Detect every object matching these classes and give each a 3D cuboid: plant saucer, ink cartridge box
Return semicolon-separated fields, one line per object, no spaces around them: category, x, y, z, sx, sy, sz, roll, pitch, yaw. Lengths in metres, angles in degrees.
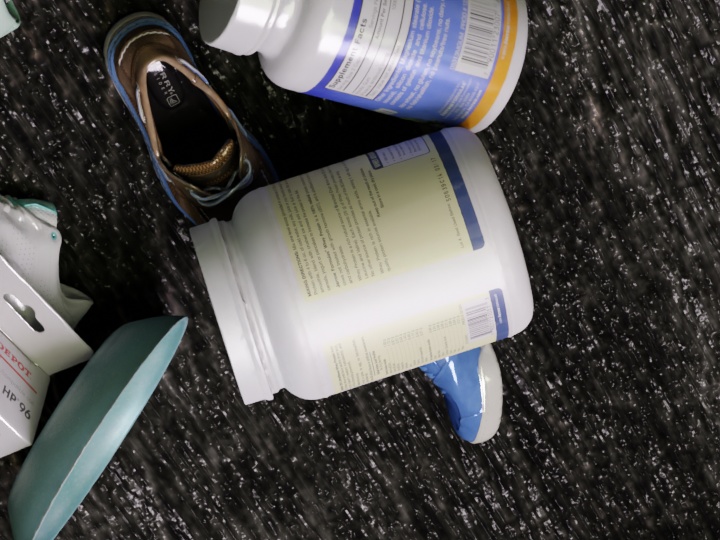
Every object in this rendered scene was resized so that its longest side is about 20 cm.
plant saucer;-0.186;0.107;1.644;0.036;0.200;0.200;33;105;3
ink cartridge box;-0.290;0.076;1.600;0.200;0.068;0.116;-23;126;26

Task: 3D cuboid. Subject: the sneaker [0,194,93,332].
sneaker;-0.246;-0.029;1.615;0.088;0.075;0.200;-36;128;-12

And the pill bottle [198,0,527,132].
pill bottle;0.000;-0.164;1.591;0.199;0.112;0.112;13;112;-23

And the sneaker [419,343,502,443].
sneaker;0.032;0.044;1.728;0.111;0.077;0.200;-19;117;-15

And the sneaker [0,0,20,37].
sneaker;-0.289;-0.206;1.494;0.118;0.074;0.201;-28;132;5

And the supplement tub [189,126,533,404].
supplement tub;0.000;0.000;1.593;0.199;0.145;0.145;-18;121;-3

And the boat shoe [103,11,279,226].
boat shoe;-0.108;-0.078;1.623;0.072;0.072;0.200;-35;122;2
